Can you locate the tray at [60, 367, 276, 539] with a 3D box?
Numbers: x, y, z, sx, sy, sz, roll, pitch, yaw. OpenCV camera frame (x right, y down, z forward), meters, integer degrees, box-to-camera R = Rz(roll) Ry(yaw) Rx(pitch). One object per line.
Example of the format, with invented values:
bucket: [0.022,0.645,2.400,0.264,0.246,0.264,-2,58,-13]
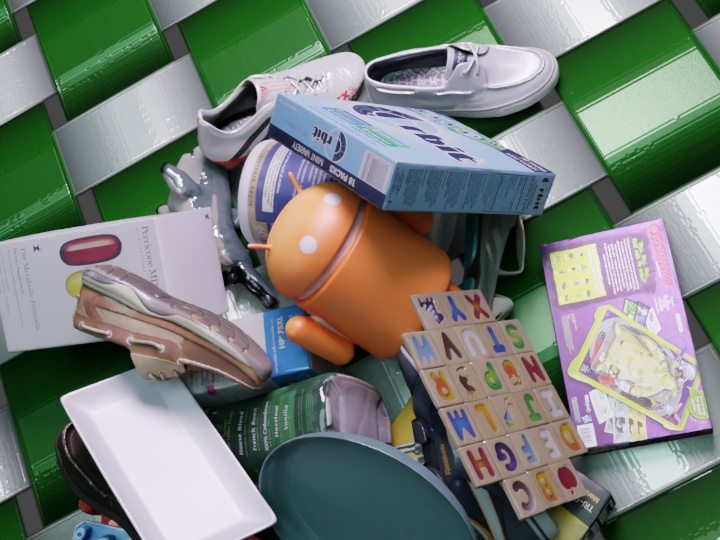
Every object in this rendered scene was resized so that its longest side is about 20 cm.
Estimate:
tray: [-0.166,0.165,0.960,0.107,0.022,0.200,-21,53,-30]

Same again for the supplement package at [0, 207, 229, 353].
supplement package: [-0.249,0.008,1.122,0.199,0.109,0.115,-9,95,23]

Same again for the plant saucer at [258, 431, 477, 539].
plant saucer: [0.010,0.203,0.924,0.199,0.201,0.027,14,41,22]

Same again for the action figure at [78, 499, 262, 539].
action figure: [-0.169,0.254,1.068,0.199,0.099,0.066,20,72,0]

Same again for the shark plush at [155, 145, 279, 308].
shark plush: [-0.140,-0.051,1.171,0.083,0.091,0.200,-23,55,-26]

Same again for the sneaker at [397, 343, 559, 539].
sneaker: [0.076,0.153,0.936,0.079,0.078,0.201,-35,79,4]

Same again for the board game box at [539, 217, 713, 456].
board game box: [0.239,0.059,1.026,0.119,0.032,0.201,-14,67,17]

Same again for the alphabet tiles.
alphabet tiles: [0.114,0.104,0.931,0.006,0.166,0.201,-40,67,34]

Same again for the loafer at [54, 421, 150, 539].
loafer: [-0.195,0.187,1.000,0.200,0.072,0.073,36,44,25]

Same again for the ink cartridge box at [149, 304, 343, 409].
ink cartridge box: [-0.125,0.099,1.076,0.199,0.116,0.068,-13,66,12]

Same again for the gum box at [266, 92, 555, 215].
gum box: [0.046,-0.103,1.001,0.170,0.199,0.045,36,116,43]

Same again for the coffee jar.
coffee jar: [-0.078,0.156,1.021,0.199,0.104,0.086,-19,62,31]

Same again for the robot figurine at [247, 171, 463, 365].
robot figurine: [-0.001,0.002,0.996,0.144,0.199,0.117,-49,17,23]

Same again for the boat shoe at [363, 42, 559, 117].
boat shoe: [0.099,-0.202,1.149,0.199,0.069,0.072,1,70,18]

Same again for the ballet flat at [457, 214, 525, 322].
ballet flat: [0.121,0.010,1.066,0.063,0.067,0.201,15,75,-9]

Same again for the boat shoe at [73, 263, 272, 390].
boat shoe: [-0.169,0.063,1.002,0.199,0.076,0.072,26,94,19]

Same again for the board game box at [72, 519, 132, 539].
board game box: [-0.179,0.341,0.997,0.199,0.026,0.201,11,84,2]

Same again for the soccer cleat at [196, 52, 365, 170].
soccer cleat: [-0.082,-0.179,1.179,0.199,0.085,0.069,-29,63,-8]

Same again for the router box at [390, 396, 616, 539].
router box: [0.099,0.209,0.998,0.199,0.052,0.158,32,82,26]

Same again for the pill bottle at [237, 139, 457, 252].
pill bottle: [-0.010,-0.064,1.106,0.199,0.111,0.112,8,72,21]
